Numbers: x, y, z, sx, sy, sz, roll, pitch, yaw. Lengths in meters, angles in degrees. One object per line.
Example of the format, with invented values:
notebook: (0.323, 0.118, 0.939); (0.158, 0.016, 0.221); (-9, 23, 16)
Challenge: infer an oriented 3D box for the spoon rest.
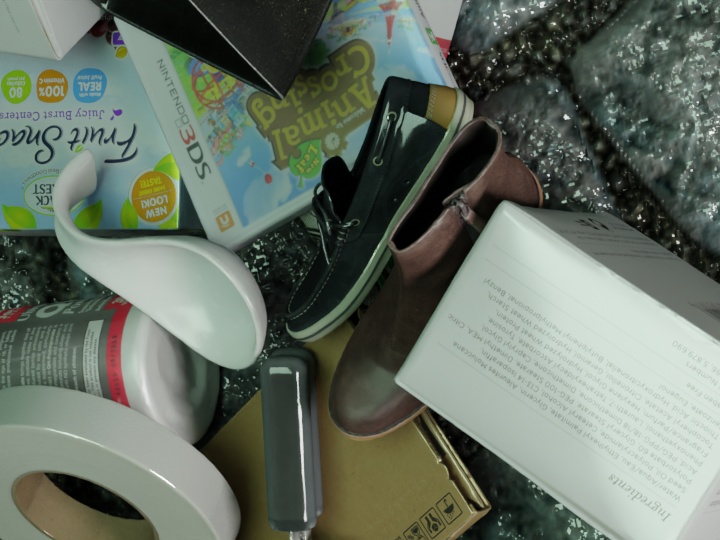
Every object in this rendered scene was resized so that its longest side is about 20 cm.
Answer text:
spoon rest: (-0.136, -0.004, 1.568); (0.200, 0.061, 0.099); (36, 145, 30)

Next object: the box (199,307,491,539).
box: (-0.020, 0.142, 1.582); (0.200, 0.021, 0.164); (-46, 70, 38)

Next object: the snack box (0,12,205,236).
snack box: (-0.196, -0.109, 1.685); (0.200, 0.068, 0.169); (1, 88, 27)

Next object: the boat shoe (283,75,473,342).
boat shoe: (-0.002, -0.040, 1.488); (0.062, 0.075, 0.200); (24, 120, -15)

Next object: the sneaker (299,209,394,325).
sneaker: (0.000, 0.000, 1.581); (0.200, 0.078, 0.085); (45, 108, 20)

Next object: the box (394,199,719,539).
box: (0.161, 0.065, 1.431); (0.200, 0.199, 0.131); (35, 102, 20)

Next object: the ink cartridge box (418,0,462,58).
ink cartridge box: (0.000, -0.225, 1.583); (0.146, 0.083, 0.200); (19, 98, 26)

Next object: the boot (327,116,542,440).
boot: (0.031, 0.006, 1.443); (0.072, 0.166, 0.200); (37, 87, 20)

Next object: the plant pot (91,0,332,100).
plant pot: (-0.107, -0.256, 1.472); (0.199, 0.200, 0.178); (29, 80, 40)

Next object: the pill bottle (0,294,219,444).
pill bottle: (-0.208, 0.077, 1.662); (0.200, 0.111, 0.111); (-7, 85, 25)

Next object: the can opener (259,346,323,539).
can opener: (-0.031, 0.149, 1.555); (0.066, 0.053, 0.200); (-6, 99, 6)

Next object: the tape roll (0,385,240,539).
tape roll: (-0.179, 0.152, 1.610); (0.202, 0.203, 0.037); (2, 50, 26)

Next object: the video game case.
video game case: (-0.049, -0.134, 1.548); (0.200, 0.022, 0.182); (-29, 78, 24)

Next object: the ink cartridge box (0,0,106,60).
ink cartridge box: (-0.255, -0.228, 1.655); (0.200, 0.146, 0.084); (12, 139, 33)
